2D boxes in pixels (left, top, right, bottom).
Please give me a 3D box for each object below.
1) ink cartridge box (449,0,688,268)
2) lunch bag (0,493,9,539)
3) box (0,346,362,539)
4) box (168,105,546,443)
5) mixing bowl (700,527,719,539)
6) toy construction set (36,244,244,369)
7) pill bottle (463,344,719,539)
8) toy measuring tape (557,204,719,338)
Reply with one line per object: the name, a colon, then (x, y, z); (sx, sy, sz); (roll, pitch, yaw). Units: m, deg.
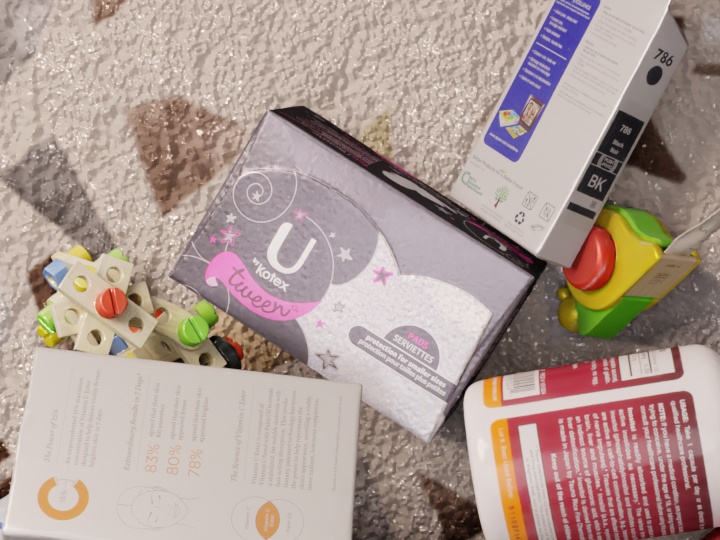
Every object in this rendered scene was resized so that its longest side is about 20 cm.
ink cartridge box: (0.139, -0.111, 1.215); (0.099, 0.039, 0.201); (40, 107, 47)
lunch bag: (-0.187, 0.242, 1.256); (0.160, 0.082, 0.201); (22, 122, 27)
box: (-0.105, 0.132, 1.150); (0.199, 0.098, 0.125); (7, 56, -4)
box: (0.000, 0.000, 1.237); (0.200, 0.115, 0.132); (33, 100, 6)
mixing bowl: (0.267, 0.224, 1.201); (0.199, 0.108, 0.201); (2, 115, 4)
toy construction set: (-0.149, 0.035, 1.237); (0.092, 0.200, 0.131); (-37, 95, -12)
pill bottle: (0.170, 0.108, 1.177); (0.199, 0.113, 0.114); (-10, 94, 8)
toy measuring tape: (0.184, -0.029, 1.206); (0.074, 0.074, 0.200); (45, 130, 4)
